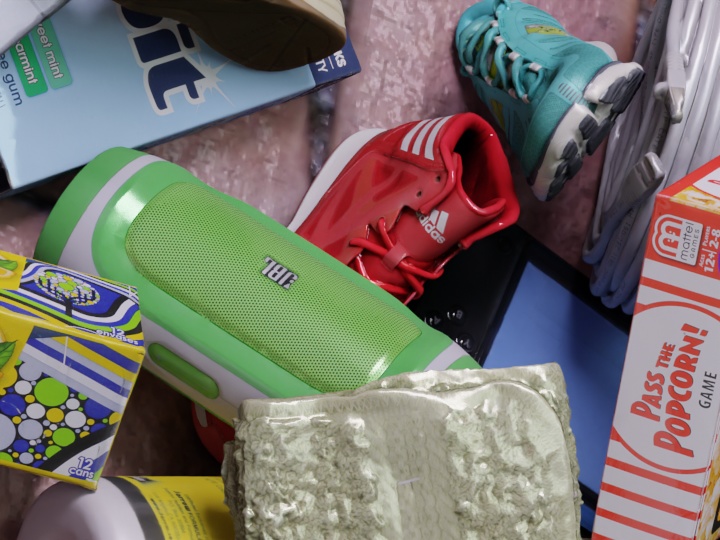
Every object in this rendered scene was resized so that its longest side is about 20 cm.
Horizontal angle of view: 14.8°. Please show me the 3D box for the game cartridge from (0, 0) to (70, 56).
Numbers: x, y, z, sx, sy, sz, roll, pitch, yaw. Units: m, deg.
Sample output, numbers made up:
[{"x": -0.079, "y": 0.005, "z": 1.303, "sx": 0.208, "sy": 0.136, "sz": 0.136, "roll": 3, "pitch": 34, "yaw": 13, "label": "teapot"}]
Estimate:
[{"x": -0.220, "y": -0.119, "z": 1.173, "sx": 0.200, "sy": 0.042, "sz": 0.133, "roll": -41, "pitch": 93, "yaw": -15, "label": "game cartridge"}]

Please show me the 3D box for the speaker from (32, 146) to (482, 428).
[{"x": -0.042, "y": 0.027, "z": 1.206, "sx": 0.200, "sy": 0.089, "sz": 0.088, "roll": 32, "pitch": 58, "yaw": 15, "label": "speaker"}]

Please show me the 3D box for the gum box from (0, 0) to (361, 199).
[{"x": -0.114, "y": -0.140, "z": 1.275, "sx": 0.199, "sy": 0.044, "sz": 0.171, "roll": -22, "pitch": 92, "yaw": -34, "label": "gum box"}]

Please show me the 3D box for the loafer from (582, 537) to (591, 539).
[{"x": 0.052, "y": 0.202, "z": 1.192, "sx": 0.200, "sy": 0.068, "sz": 0.076, "roll": -47, "pitch": 143, "yaw": -8, "label": "loafer"}]

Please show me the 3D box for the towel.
[{"x": 0.026, "y": 0.141, "z": 1.133, "sx": 0.148, "sy": 0.036, "sz": 0.201, "roll": -9, "pitch": 95, "yaw": -3, "label": "towel"}]

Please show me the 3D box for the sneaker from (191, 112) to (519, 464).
[{"x": 0.000, "y": 0.000, "z": 1.271, "sx": 0.078, "sy": 0.115, "sz": 0.201, "roll": 36, "pitch": 60, "yaw": -19, "label": "sneaker"}]

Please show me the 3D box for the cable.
[{"x": 0.164, "y": -0.073, "z": 1.345, "sx": 0.069, "sy": 0.200, "sz": 0.201, "roll": 16, "pitch": 58, "yaw": 0, "label": "cable"}]

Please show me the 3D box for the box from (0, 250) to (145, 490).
[{"x": -0.193, "y": 0.023, "z": 1.133, "sx": 0.199, "sy": 0.064, "sz": 0.070, "roll": 16, "pitch": 111, "yaw": -15, "label": "box"}]

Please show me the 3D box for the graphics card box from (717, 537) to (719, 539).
[{"x": 0.223, "y": 0.131, "z": 1.272, "sx": 0.200, "sy": 0.051, "sz": 0.125, "roll": 31, "pitch": 29, "yaw": 7, "label": "graphics card box"}]

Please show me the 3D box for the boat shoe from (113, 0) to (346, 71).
[{"x": -0.068, "y": -0.148, "z": 1.207, "sx": 0.200, "sy": 0.072, "sz": 0.065, "roll": 29, "pitch": 49, "yaw": -59, "label": "boat shoe"}]

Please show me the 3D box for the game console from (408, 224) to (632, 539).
[{"x": 0.119, "y": 0.075, "z": 1.329, "sx": 0.200, "sy": 0.118, "sz": 0.171, "roll": 36, "pitch": 62, "yaw": -21, "label": "game console"}]

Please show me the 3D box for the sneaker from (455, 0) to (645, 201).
[{"x": 0.079, "y": -0.088, "z": 1.318, "sx": 0.080, "sy": 0.200, "sz": 0.078, "roll": 36, "pitch": 96, "yaw": -10, "label": "sneaker"}]

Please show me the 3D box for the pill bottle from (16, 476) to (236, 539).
[{"x": -0.044, "y": 0.146, "z": 1.211, "sx": 0.199, "sy": 0.112, "sz": 0.113, "roll": 4, "pitch": 77, "yaw": -32, "label": "pill bottle"}]

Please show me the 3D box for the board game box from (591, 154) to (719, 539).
[{"x": 0.166, "y": 0.022, "z": 1.183, "sx": 0.200, "sy": 0.046, "sz": 0.152, "roll": -28, "pitch": 131, "yaw": -61, "label": "board game box"}]
